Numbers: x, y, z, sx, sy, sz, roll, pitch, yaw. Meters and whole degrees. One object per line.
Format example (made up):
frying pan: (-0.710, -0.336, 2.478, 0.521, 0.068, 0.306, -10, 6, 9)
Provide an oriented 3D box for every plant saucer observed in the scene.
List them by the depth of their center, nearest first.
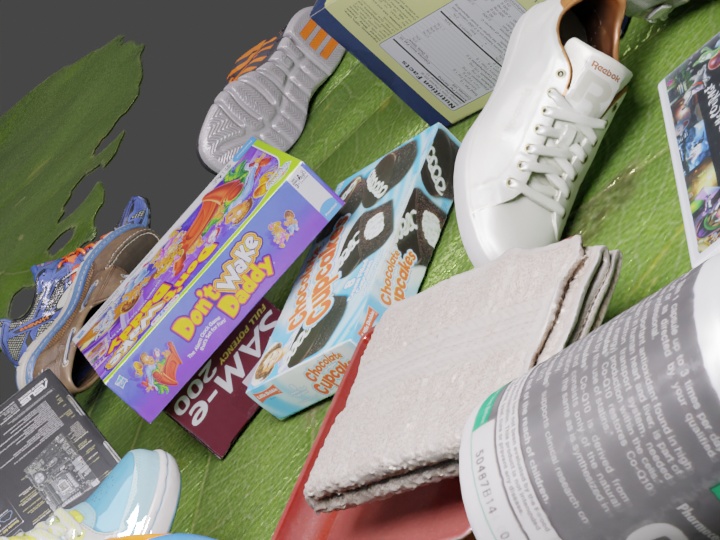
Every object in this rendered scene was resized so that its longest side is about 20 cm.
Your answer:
plant saucer: (0.039, 0.093, 1.058, 0.199, 0.037, 0.201, -25, 32, 47)

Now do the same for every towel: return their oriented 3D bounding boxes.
towel: (0.049, 0.055, 1.002, 0.199, 0.034, 0.133, -25, 32, 50)

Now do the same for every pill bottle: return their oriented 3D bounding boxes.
pill bottle: (0.144, 0.060, 0.782, 0.200, 0.113, 0.114, -36, 25, 36)

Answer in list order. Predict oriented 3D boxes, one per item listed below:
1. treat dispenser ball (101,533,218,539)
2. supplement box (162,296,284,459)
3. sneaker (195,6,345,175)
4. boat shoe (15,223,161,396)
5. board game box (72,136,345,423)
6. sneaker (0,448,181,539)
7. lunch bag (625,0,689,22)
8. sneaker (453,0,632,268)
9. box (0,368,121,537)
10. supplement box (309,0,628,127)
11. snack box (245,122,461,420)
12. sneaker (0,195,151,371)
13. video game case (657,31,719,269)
treat dispenser ball: (-0.094, 0.222, 0.876, 0.201, 0.201, 0.201, -42, 22, 21)
supplement box: (-0.115, 0.056, 1.408, 0.109, 0.061, 0.200, -52, 22, -5)
sneaker: (-0.093, -0.145, 1.707, 0.200, 0.078, 0.112, -50, 13, -32)
boat shoe: (-0.214, 0.040, 1.647, 0.072, 0.072, 0.201, -5, 45, 41)
board game box: (-0.110, 0.002, 1.342, 0.200, 0.045, 0.134, -49, 21, -4)
sneaker: (-0.199, 0.168, 1.104, 0.201, 0.130, 0.079, -58, 21, -12)
lunch bag: (0.215, -0.254, 1.140, 0.199, 0.138, 0.169, -20, 57, 56)
sneaker: (0.111, -0.087, 1.126, 0.084, 0.072, 0.202, -27, 43, 55)
box: (-0.256, 0.184, 1.350, 0.200, 0.044, 0.160, -40, 47, -9)
supplement box: (0.101, -0.239, 1.356, 0.199, 0.134, 0.201, -24, 33, 49)
snack box: (0.000, 0.000, 1.295, 0.116, 0.037, 0.201, -29, 29, 45)
sneaker: (-0.260, 0.010, 1.743, 0.201, 0.078, 0.075, -53, 4, -7)
video game case: (0.237, -0.102, 0.998, 0.182, 0.023, 0.201, -40, 23, 25)
